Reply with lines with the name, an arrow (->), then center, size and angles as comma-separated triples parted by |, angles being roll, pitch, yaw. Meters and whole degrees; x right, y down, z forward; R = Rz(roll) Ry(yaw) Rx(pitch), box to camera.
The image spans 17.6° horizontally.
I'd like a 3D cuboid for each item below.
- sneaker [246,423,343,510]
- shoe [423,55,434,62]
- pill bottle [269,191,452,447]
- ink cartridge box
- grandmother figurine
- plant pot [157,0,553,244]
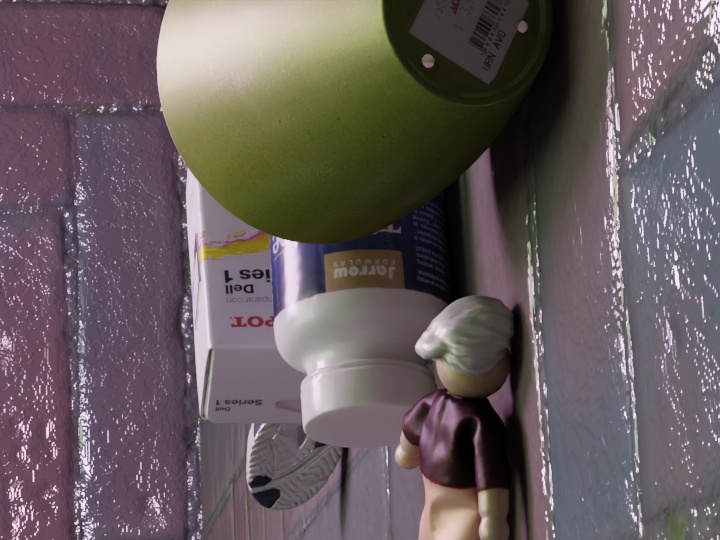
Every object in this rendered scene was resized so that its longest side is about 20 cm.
sneaker -> -0.056, 0.086, 1.907 | 0.130, 0.079, 0.200 | -105, 17, -65
shoe -> 0.041, -0.215, 1.332 | 0.070, 0.053, 0.201 | -113, 24, -69
pill bottle -> 0.000, 0.000, 1.418 | 0.111, 0.110, 0.201 | 110, 158, -66
ink cartridge box -> -0.041, -0.001, 1.579 | 0.084, 0.144, 0.201 | 100, 167, -51
grandmother figurine -> 0.054, 0.110, 1.265 | 0.121, 0.060, 0.201 | 24, 114, 51
plant pot -> 0.014, -0.117, 1.199 | 0.200, 0.186, 0.189 | 168, 102, -66
